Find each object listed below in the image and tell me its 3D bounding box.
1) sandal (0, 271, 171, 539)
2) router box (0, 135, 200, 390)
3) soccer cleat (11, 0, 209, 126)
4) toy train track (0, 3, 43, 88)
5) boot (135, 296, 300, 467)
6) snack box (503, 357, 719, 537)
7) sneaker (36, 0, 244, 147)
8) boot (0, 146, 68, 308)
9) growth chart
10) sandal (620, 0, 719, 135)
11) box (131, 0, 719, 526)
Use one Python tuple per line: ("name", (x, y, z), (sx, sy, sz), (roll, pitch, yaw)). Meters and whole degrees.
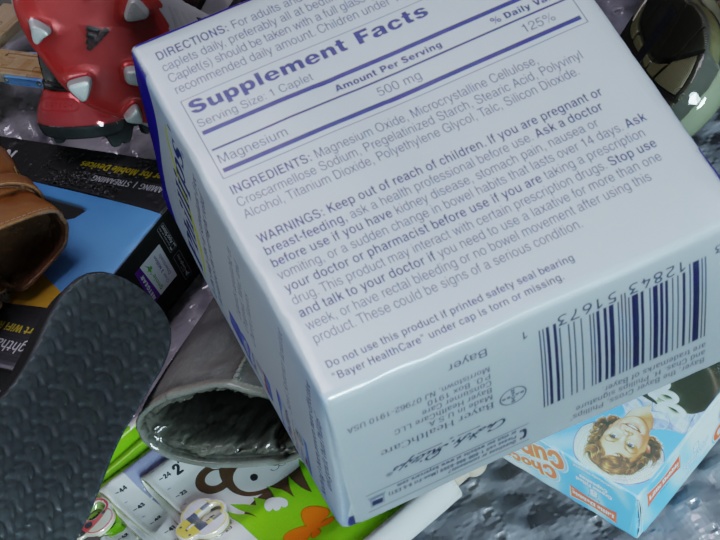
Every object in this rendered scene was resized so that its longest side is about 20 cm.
("sandal", (-0.146, 0.084, 1.160), (0.048, 0.075, 0.201), (-44, 8, 48))
("router box", (-0.185, 0.001, 1.379), (0.200, 0.051, 0.149), (10, 51, 40))
("soccer cleat", (-0.094, -0.104, 1.346), (0.069, 0.200, 0.085), (-52, 22, 17))
("toy train track", (-0.195, -0.108, 1.546), (0.200, 0.033, 0.115), (9, 42, 32))
("boot", (0.002, 0.002, 1.227), (0.181, 0.073, 0.200), (-17, 24, 29))
("snack box", (0.070, 0.018, 1.146), (0.200, 0.037, 0.116), (30, 62, 24))
("sneaker", (-0.105, -0.140, 1.430), (0.071, 0.098, 0.200), (4, 23, 34))
("boot", (-0.252, 0.002, 1.323), (0.200, 0.074, 0.155), (-44, 44, -13))
("growth chart", (-0.048, 0.098, 1.203), (0.200, 0.018, 0.145), (18, 55, 44))
("sandal", (0.161, -0.103, 1.278), (0.080, 0.057, 0.201), (-55, 12, 25))
("box", (0.029, -0.028, 1.095), (0.184, 0.105, 0.200), (-23, 56, -10))
